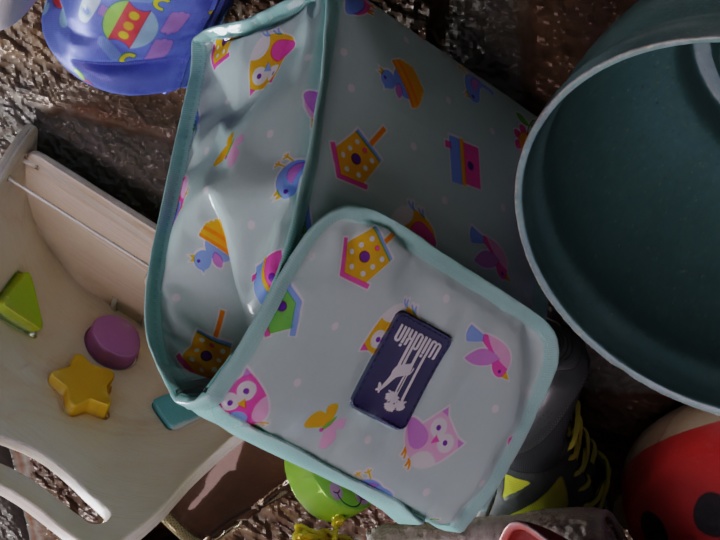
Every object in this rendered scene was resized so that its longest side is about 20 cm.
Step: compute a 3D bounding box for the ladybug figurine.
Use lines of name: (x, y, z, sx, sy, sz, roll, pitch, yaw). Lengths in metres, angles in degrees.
ladybug figurine: (0.216, 0.124, 1.067, 0.199, 0.072, 0.136, -12, 125, 36)

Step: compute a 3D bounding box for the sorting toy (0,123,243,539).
sorting toy: (-0.143, 0.056, 1.111, 0.199, 0.181, 0.107, 32, 138, -4)

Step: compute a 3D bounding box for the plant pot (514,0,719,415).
plant pot: (0.178, -0.053, 0.870, 0.199, 0.135, 0.201, 15, 137, 14)

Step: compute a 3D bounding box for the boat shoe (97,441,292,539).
boat shoe: (-0.087, 0.129, 1.230, 0.075, 0.075, 0.202, 41, 136, -14)

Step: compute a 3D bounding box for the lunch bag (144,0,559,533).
lunch bag: (0.000, 0.000, 0.933, 0.121, 0.201, 0.170, -20, 143, 39)

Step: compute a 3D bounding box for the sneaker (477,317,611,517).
sneaker: (0.099, 0.094, 1.112, 0.084, 0.075, 0.200, 19, 146, 1)

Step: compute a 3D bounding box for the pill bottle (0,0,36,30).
pill bottle: (-0.221, -0.202, 0.952, 0.199, 0.111, 0.111, 30, 138, -3)

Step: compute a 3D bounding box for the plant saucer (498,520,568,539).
plant saucer: (0.129, 0.239, 1.060, 0.199, 0.037, 0.200, 35, 129, 15)

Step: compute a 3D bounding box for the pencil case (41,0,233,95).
pencil case: (-0.078, -0.157, 0.945, 0.087, 0.078, 0.200, 37, 138, 1)

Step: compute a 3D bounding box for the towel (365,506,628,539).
towel: (0.092, 0.180, 1.144, 0.131, 0.035, 0.200, -7, 149, 18)

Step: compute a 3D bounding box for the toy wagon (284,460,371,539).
toy wagon: (-0.018, 0.040, 1.013, 0.155, 0.201, 0.039, 19, 140, -41)
